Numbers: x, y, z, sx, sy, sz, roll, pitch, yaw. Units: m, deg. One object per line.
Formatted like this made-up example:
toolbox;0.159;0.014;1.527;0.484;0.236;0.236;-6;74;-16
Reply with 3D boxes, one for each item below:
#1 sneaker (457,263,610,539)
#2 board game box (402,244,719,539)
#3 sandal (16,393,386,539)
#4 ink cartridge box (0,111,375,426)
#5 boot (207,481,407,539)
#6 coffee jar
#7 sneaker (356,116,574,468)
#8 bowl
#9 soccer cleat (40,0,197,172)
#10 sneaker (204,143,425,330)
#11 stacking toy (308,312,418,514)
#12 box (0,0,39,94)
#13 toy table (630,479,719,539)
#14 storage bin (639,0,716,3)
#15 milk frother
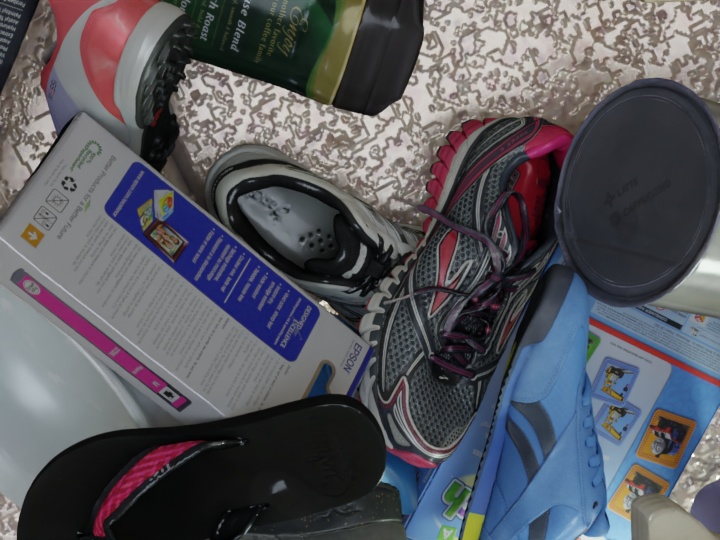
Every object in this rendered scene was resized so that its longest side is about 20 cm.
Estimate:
sneaker;0.105;0.089;0.998;0.078;0.066;0.202;16;119;8
board game box;0.123;0.086;1.085;0.150;0.037;0.201;25;97;-24
sandal;-0.084;0.111;0.918;0.198;0.045;0.076;-18;112;14
ink cartridge box;-0.090;0.017;0.954;0.199;0.095;0.037;38;139;-11
boot;-0.059;0.190;0.974;0.198;0.068;0.132;-12;71;4
coffee jar;-0.061;-0.153;1.021;0.198;0.104;0.086;17;114;-5
sneaker;0.058;0.008;1.012;0.080;0.074;0.202;24;78;-32
bowl;-0.160;0.048;1.036;0.201;0.201;0.090;50;53;-9
soccer cleat;-0.138;-0.087;1.004;0.073;0.200;0.068;32;60;5
sneaker;0.000;0.000;1.060;0.199;0.088;0.076;26;96;-8
stacking toy;-0.072;0.118;1.078;0.199;0.110;0.116;-36;133;24
box;-0.283;-0.114;0.966;0.199;0.104;0.184;29;101;37
toy table;0.202;0.192;1.020;0.116;0.200;0.186;-14;104;-20
storage bin;0.168;-0.242;0.968;0.093;0.200;0.201;-1;100;-1
milk frother;0.219;-0.078;1.006;0.187;0.202;0.180;10;146;-39
